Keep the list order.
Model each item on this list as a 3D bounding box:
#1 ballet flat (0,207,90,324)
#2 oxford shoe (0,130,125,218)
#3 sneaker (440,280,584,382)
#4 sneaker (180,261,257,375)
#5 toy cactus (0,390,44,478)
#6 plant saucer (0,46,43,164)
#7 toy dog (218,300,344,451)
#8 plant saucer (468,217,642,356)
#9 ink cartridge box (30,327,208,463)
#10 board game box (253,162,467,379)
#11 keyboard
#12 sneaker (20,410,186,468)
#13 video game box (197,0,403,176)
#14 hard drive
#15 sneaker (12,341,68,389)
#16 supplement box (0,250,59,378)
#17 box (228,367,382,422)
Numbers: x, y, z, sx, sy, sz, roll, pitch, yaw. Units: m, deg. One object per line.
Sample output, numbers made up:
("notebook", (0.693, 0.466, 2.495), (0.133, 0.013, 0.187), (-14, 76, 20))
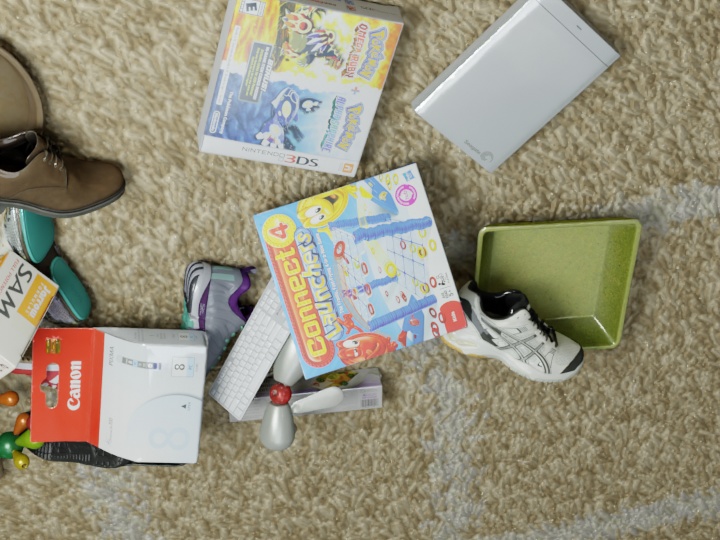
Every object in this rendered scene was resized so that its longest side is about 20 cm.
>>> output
("ballet flat", (-0.375, -0.015, 1.565), (0.072, 0.072, 0.201), (-16, 126, 2))
("oxford shoe", (-0.336, -0.105, 1.468), (0.200, 0.073, 0.084), (-2, 136, -39))
("sneaker", (0.194, 0.072, 1.656), (0.200, 0.076, 0.088), (16, 123, -21))
("sneaker", (-0.174, 0.081, 1.665), (0.087, 0.074, 0.200), (1, 126, -16))
("toy cactus", (-0.476, 0.218, 1.697), (0.200, 0.102, 0.165), (-4, 142, 3))
("plant saucer", (-0.438, -0.172, 1.459), (0.200, 0.029, 0.200), (-4, 126, -6))
("toy dog", (-0.072, 0.112, 1.679), (0.096, 0.132, 0.200), (-1, 127, -56))
("plant saucer", (0.231, 0.011, 1.695), (0.199, 0.048, 0.200), (-3, 127, -7))
("ink cartridge box", (-0.284, 0.147, 1.611), (0.200, 0.047, 0.160), (2, 116, -13))
("board game box", (0.000, 0.000, 1.573), (0.195, 0.056, 0.200), (-18, 93, 0))
("keyboard", (-0.119, 0.085, 1.645), (0.011, 0.056, 0.200), (-1, 126, -56))
("sneaker", (-0.326, 0.214, 1.735), (0.199, 0.104, 0.060), (11, 96, 24))
("video game box", (-0.068, -0.205, 1.486), (0.182, 0.047, 0.200), (7, 125, -17))
("hard drive", (0.173, -0.213, 1.531), (0.132, 0.027, 0.200), (35, 114, -29))
("sneaker", (-0.347, 0.135, 1.675), (0.200, 0.071, 0.113), (2, 123, -13))
("supplement box", (-0.439, 0.078, 1.543), (0.074, 0.126, 0.200), (40, 132, -22))
("box", (-0.071, 0.159, 1.759), (0.200, 0.039, 0.042), (-6, 126, -5))
